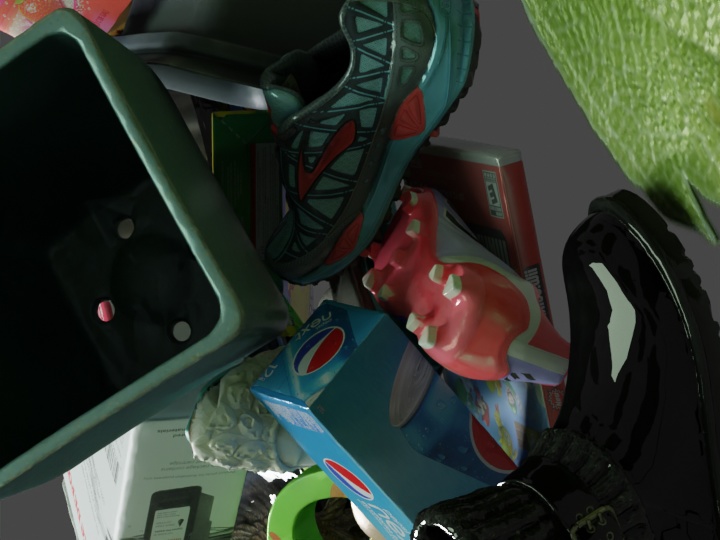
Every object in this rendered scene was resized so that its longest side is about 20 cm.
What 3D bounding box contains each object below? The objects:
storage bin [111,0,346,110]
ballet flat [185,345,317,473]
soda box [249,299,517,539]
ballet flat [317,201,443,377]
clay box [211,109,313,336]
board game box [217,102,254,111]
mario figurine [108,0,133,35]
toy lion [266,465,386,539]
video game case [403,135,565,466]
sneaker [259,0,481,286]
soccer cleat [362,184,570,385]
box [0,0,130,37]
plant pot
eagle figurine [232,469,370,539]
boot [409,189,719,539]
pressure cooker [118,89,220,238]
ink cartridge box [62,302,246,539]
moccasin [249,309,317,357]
[{"bbox_3d":[-0.059,-0.168,1.318,0.200,0.145,0.135,-165,88,-69],"label":"storage bin"},{"bbox_3d":[-0.012,0.077,1.245,0.071,0.200,0.072,3,95,35],"label":"ballet flat"},{"bbox_3d":[0.034,0.108,1.196,0.200,0.068,0.064,50,160,-28],"label":"soda box"},{"bbox_3d":[0.000,0.000,1.292,0.064,0.067,0.201,-42,44,29],"label":"ballet flat"},{"bbox_3d":[-0.059,-0.024,1.427,0.200,0.047,0.116,58,-150,-79],"label":"clay box"},{"bbox_3d":[-0.099,-0.107,1.602,0.135,0.034,0.201,-128,29,-50],"label":"board game box"},{"bbox_3d":[-0.186,-0.232,1.483,0.123,0.106,0.201,-39,74,33],"label":"mario figurine"},{"bbox_3d":[0.000,0.209,1.366,0.191,0.069,0.201,-12,104,37],"label":"toy lion"},{"bbox_3d":[0.072,0.026,1.250,0.143,0.017,0.201,-162,58,-68],"label":"video game case"},{"bbox_3d":[-0.017,-0.081,1.204,0.200,0.095,0.079,-59,21,31],"label":"sneaker"},{"bbox_3d":[0.054,0.010,1.174,0.067,0.076,0.200,-62,17,10],"label":"soccer cleat"},{"bbox_3d":[-0.149,-0.228,1.289,0.200,0.094,0.103,-46,24,39],"label":"box"},{"bbox_3d":[-0.151,-0.001,1.239,0.197,0.195,0.200,60,-166,11],"label":"plant pot"},{"bbox_3d":[-0.038,0.191,1.493,0.200,0.150,0.153,133,121,-70],"label":"eagle figurine"},{"bbox_3d":[0.091,0.082,1.021,0.079,0.157,0.212,176,79,-71],"label":"boot"},{"bbox_3d":[-0.191,-0.046,1.531,0.179,0.199,0.177,-145,45,-71],"label":"pressure cooker"},{"bbox_3d":[-0.133,0.111,1.446,0.146,0.083,0.201,-111,26,-42],"label":"ink cartridge box"},{"bbox_3d":[-0.055,0.075,1.545,0.200,0.068,0.081,-85,-17,-65],"label":"moccasin"}]
